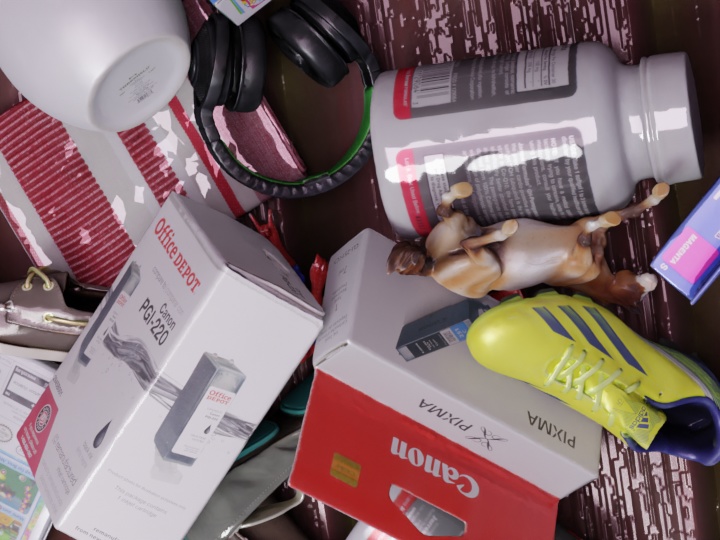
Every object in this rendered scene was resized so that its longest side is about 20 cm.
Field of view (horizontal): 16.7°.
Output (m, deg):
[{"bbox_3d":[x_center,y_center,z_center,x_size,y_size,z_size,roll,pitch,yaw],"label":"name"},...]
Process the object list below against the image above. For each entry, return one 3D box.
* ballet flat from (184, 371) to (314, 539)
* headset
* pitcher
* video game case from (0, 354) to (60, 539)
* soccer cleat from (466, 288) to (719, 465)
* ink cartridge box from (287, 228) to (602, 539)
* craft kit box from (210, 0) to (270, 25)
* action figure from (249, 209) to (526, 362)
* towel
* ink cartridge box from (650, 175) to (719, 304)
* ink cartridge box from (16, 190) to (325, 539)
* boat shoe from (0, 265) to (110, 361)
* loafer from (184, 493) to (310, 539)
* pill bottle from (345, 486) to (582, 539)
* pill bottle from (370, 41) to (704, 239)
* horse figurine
[{"bbox_3d":[-0.041,0.115,1.617,0.200,0.067,0.064,-34,108,-16],"label":"ballet flat"},{"bbox_3d":[-0.060,-0.147,1.607,0.123,0.094,0.200,-19,102,-11],"label":"headset"},{"bbox_3d":[-0.180,-0.200,1.597,0.172,0.121,0.200,-40,63,-2],"label":"pitcher"},{"bbox_3d":[-0.295,0.120,1.688,0.200,0.024,0.182,27,100,7],"label":"video game case"},{"bbox_3d":[0.155,0.070,1.534,0.200,0.084,0.065,20,127,-32],"label":"soccer cleat"},{"bbox_3d":[0.060,0.093,1.526,0.200,0.176,0.045,29,139,-23],"label":"ink cartridge box"},{"bbox_3d":[-0.056,-0.290,1.547,0.197,0.049,0.200,-38,66,10],"label":"craft kit box"},{"bbox_3d":[0.000,0.000,1.608,0.200,0.065,0.099,-17,115,13],"label":"action figure"},{"bbox_3d":[-0.153,-0.077,1.661,0.200,0.023,0.144,-30,92,15],"label":"towel"},{"bbox_3d":[0.231,-0.042,1.494,0.042,0.200,0.119,39,101,4],"label":"ink cartridge box"},{"bbox_3d":[-0.122,0.069,1.548,0.085,0.146,0.200,31,99,-27],"label":"ink cartridge box"},{"bbox_3d":[-0.200,0.029,1.643,0.200,0.072,0.060,14,107,-4],"label":"boat shoe"},{"bbox_3d":[-0.088,0.164,1.645,0.200,0.073,0.071,28,101,7],"label":"loafer"},{"bbox_3d":[0.092,0.207,1.594,0.200,0.114,0.114,35,101,6],"label":"pill bottle"},{"bbox_3d":[0.114,-0.086,1.559,0.200,0.111,0.111,-7,95,12],"label":"pill bottle"},{"bbox_3d":[0.101,-0.014,1.519,0.200,0.133,0.050,-3,69,-16],"label":"horse figurine"}]
